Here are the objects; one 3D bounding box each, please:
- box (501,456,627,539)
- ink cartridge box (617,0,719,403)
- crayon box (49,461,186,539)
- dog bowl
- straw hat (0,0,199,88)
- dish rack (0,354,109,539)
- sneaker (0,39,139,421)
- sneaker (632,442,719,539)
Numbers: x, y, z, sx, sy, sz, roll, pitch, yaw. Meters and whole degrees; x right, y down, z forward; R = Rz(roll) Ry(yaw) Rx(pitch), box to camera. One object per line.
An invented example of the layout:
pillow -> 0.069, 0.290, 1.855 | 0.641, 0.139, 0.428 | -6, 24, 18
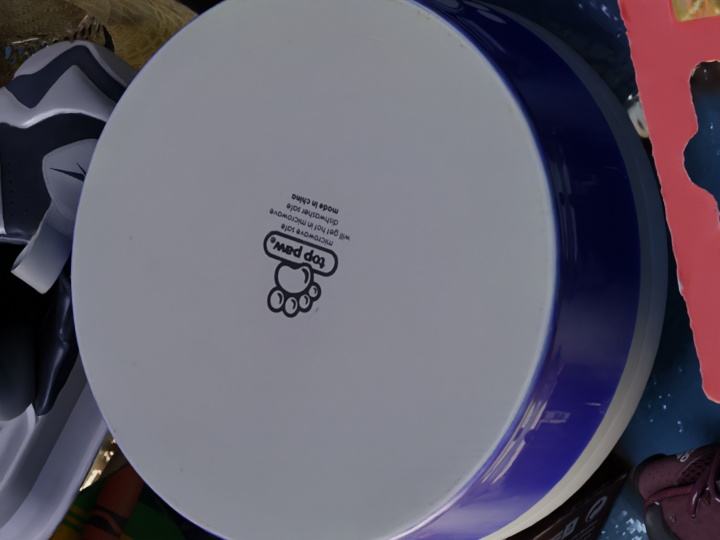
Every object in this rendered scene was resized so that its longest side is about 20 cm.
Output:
box -> 0.017, 0.125, 1.148 | 0.100, 0.075, 0.200 | 40, 137, 22
ink cartridge box -> 0.178, -0.038, 0.848 | 0.200, 0.050, 0.161 | -9, 108, 17
crayon box -> -0.098, 0.198, 1.260 | 0.200, 0.127, 0.051 | 56, 154, 4
dog bowl -> 0.000, 0.000, 1.027 | 0.200, 0.079, 0.200 | -2, 86, 32
straw hat -> -0.138, -0.100, 1.162 | 0.201, 0.201, 0.085 | -40, 41, 49
dish rack -> -0.161, 0.065, 1.222 | 0.044, 0.172, 0.200 | 40, 143, -20
sneaker -> -0.152, 0.011, 1.123 | 0.079, 0.130, 0.199 | 39, 135, -23
sneaker -> 0.133, 0.056, 0.990 | 0.115, 0.076, 0.200 | 14, 122, 44
